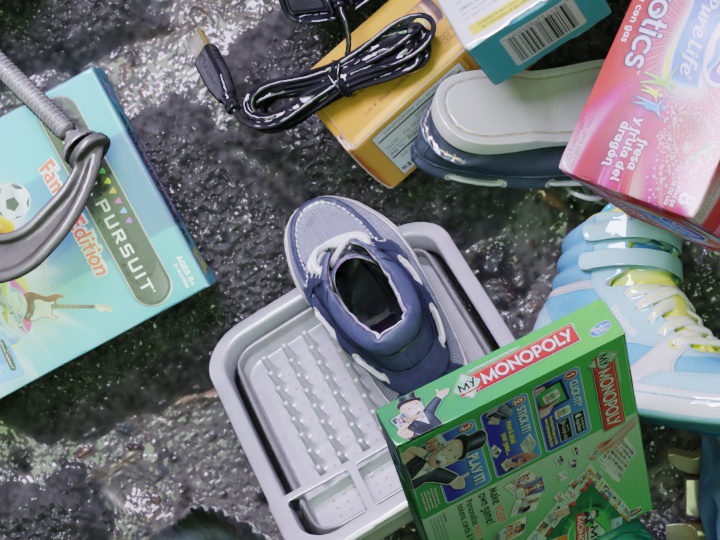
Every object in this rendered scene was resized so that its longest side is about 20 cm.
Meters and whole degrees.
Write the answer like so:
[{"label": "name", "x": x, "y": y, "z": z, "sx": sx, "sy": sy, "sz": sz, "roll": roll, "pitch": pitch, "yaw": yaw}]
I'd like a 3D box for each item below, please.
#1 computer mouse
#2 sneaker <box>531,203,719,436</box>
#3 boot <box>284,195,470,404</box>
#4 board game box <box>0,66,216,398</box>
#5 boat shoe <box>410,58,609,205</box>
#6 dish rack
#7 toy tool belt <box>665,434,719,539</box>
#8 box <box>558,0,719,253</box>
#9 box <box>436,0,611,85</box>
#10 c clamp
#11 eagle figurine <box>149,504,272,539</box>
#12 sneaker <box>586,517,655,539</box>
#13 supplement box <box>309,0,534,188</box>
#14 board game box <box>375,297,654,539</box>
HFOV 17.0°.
[{"label": "computer mouse", "x": -0.045, "y": -0.174, "z": 1.442, "sx": 0.140, "sy": 0.046, "sz": 0.200, "roll": -29, "pitch": 69, "yaw": 9}, {"label": "sneaker", "x": 0.175, "y": 0.024, "z": 1.402, "sx": 0.079, "sy": 0.200, "sz": 0.131, "roll": 16, "pitch": 87, "yaw": -40}, {"label": "boot", "x": 0.000, "y": 0.000, "z": 1.391, "sx": 0.073, "sy": 0.200, "sz": 0.090, "roll": -35, "pitch": 135, "yaw": -3}, {"label": "board game box", "x": -0.212, "y": -0.011, "z": 1.473, "sx": 0.200, "sy": 0.047, "sz": 0.151, "roll": -28, "pitch": 92, "yaw": 4}, {"label": "boat shoe", "x": 0.126, "y": -0.079, "z": 1.437, "sx": 0.199, "sy": 0.062, "sz": 0.075, "roll": -5, "pitch": 63, "yaw": -25}, {"label": "dish rack", "x": 0.012, "y": 0.074, "z": 1.419, "sx": 0.171, "sy": 0.200, "sz": 0.044, "roll": -32, "pitch": 134, "yaw": 2}, {"label": "toy tool belt", "x": 0.235, "y": 0.135, "z": 1.430, "sx": 0.123, "sy": 0.125, "sz": 0.201, "roll": -6, "pitch": 93, "yaw": -6}, {"label": "box", "x": 0.207, "y": -0.119, "z": 1.351, "sx": 0.095, "sy": 0.100, "sz": 0.200, "roll": 23, "pitch": 88, "yaw": 34}, {"label": "box", "x": 0.062, "y": -0.209, "z": 1.397, "sx": 0.082, "sy": 0.049, "sz": 0.200, "roll": -32, "pitch": 58, "yaw": 9}, {"label": "c clamp", "x": -0.221, "y": -0.096, "z": 1.435, "sx": 0.171, "sy": 0.027, "sz": 0.200, "roll": -40, "pitch": 68, "yaw": -1}, {"label": "eagle figurine", "x": -0.069, "y": 0.207, "z": 1.371, "sx": 0.200, "sy": 0.152, "sz": 0.151, "roll": -35, "pitch": 87, "yaw": 25}, {"label": "sneaker", "x": 0.087, "y": 0.188, "z": 1.439, "sx": 0.199, "sy": 0.121, "sz": 0.084, "roll": -18, "pitch": 132, "yaw": 2}, {"label": "supplement box", "x": 0.062, "y": -0.143, "z": 1.437, "sx": 0.200, "sy": 0.069, "sz": 0.067, "roll": -40, "pitch": 57, "yaw": 3}, {"label": "board game box", "x": 0.090, "y": 0.106, "z": 1.323, "sx": 0.134, "sy": 0.200, "sz": 0.029, "roll": -27, "pitch": 56, "yaw": -6}]
